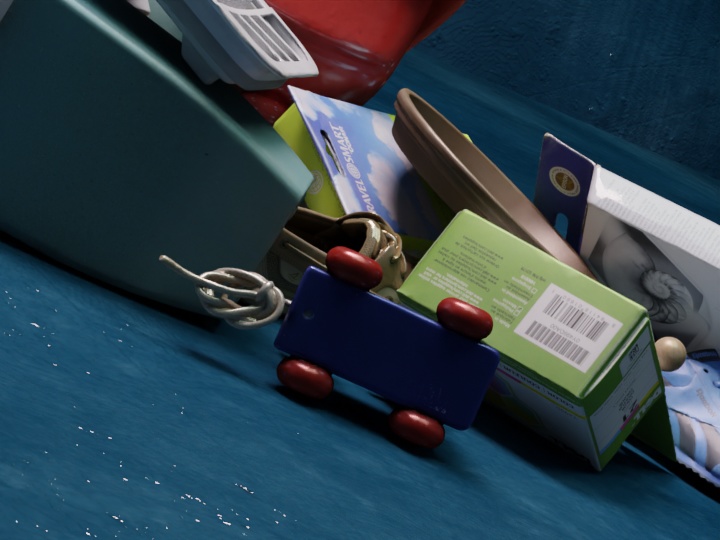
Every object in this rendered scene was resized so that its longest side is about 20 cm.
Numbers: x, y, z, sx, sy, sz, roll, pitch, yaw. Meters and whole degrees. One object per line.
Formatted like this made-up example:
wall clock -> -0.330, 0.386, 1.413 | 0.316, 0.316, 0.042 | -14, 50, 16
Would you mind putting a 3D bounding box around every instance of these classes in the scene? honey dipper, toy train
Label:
honey dipper -> 0.168, 0.060, 1.749 | 0.038, 0.038, 0.200 | 22, -10, -17
toy train -> -0.025, 0.027, 1.517 | 0.199, 0.085, 0.116 | 24, -1, -7

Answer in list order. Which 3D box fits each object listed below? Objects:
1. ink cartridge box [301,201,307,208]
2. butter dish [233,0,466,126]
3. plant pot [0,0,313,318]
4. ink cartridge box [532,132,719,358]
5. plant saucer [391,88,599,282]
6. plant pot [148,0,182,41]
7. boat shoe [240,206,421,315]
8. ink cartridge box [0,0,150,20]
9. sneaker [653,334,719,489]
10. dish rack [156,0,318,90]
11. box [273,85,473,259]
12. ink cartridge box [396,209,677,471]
ink cartridge box -> 0.008, -0.052, 1.988 | 0.200, 0.086, 0.147 | 19, 12, -43
butter dish -> -0.050, -0.167, 1.868 | 0.199, 0.148, 0.200 | 24, -22, -15
plant pot -> -0.135, -0.068, 1.560 | 0.200, 0.142, 0.141 | 33, 9, -1
ink cartridge box -> 0.196, 0.020, 1.865 | 0.199, 0.041, 0.200 | 29, -34, 18
plant saucer -> 0.089, -0.043, 1.766 | 0.200, 0.029, 0.200 | 44, 8, -8
plant pot -> -0.219, -0.175, 1.831 | 0.200, 0.201, 0.134 | 31, 38, 29
boat shoe -> 0.000, 0.000, 1.689 | 0.199, 0.065, 0.071 | 12, 36, -39
ink cartridge box -> -0.250, -0.207, 1.691 | 0.199, 0.147, 0.083 | -14, -5, 19
sneaker -> 0.239, 0.099, 1.783 | 0.200, 0.079, 0.066 | 35, 5, 37
dish rack -> -0.112, -0.182, 1.581 | 0.200, 0.043, 0.172 | 51, 10, 1
box -> 0.023, -0.054, 1.824 | 0.200, 0.048, 0.122 | 11, 45, -48
ink cartridge box -> 0.119, 0.069, 1.691 | 0.148, 0.076, 0.200 | 30, -20, 28
